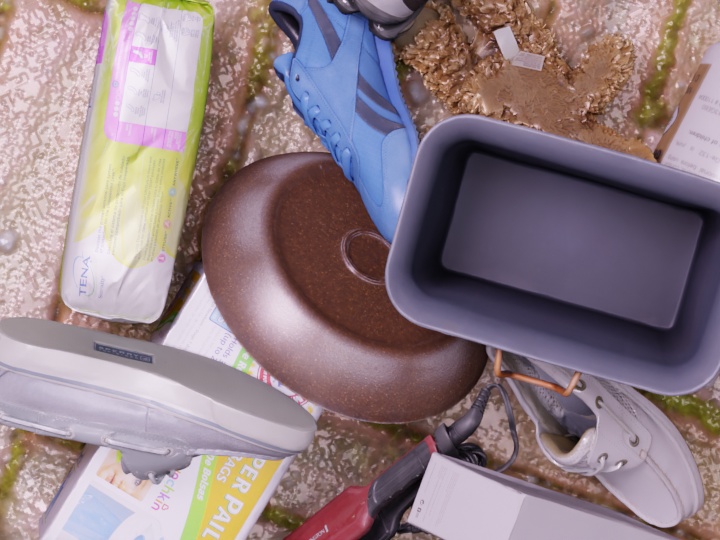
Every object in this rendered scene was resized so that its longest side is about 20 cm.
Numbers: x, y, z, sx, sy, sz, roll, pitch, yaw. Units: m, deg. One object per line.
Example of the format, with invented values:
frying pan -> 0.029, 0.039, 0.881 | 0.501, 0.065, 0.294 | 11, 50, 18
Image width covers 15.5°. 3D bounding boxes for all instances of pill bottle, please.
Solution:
pill bottle -> 0.229, -0.034, 1.678 | 0.114, 0.114, 0.200 | 28, 89, -7

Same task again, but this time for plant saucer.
plant saucer -> 0.000, 0.000, 1.628 | 0.200, 0.037, 0.201 | 16, 50, -20

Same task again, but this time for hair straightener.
hair straightener -> 0.032, 0.139, 1.661 | 0.077, 0.041, 0.200 | 16, 127, -44

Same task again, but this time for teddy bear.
teddy bear -> 0.104, -0.107, 1.681 | 0.200, 0.067, 0.145 | 36, 78, 9

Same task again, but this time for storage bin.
storage bin -> 0.123, -0.004, 1.563 | 0.200, 0.134, 0.146 | 16, 95, 4

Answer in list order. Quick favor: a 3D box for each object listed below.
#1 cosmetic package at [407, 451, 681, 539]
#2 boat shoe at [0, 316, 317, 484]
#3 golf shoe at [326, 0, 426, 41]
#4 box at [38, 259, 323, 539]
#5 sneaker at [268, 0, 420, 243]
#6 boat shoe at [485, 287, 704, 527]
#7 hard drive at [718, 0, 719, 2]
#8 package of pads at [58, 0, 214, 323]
cosmetic package -> 0.126, 0.167, 1.638 | 0.200, 0.082, 0.051 | 21, 88, -45
boat shoe -> -0.128, 0.086, 1.568 | 0.200, 0.070, 0.072 | 16, 108, -7
golf shoe -> 0.048, -0.238, 1.634 | 0.078, 0.094, 0.200 | 24, 61, -14
box -> -0.103, 0.105, 1.650 | 0.112, 0.101, 0.200 | 31, 89, -7
sneaker -> -0.010, -0.094, 1.635 | 0.078, 0.066, 0.200 | -7, 58, -13
boat shoe -> 0.141, 0.100, 1.675 | 0.200, 0.071, 0.069 | 50, 48, -18
hard drive -> 0.351, -0.188, 1.731 | 0.200, 0.025, 0.132 | 27, 89, -7
package of pads -> -0.137, -0.070, 1.612 | 0.068, 0.155, 0.200 | 9, 92, -7
